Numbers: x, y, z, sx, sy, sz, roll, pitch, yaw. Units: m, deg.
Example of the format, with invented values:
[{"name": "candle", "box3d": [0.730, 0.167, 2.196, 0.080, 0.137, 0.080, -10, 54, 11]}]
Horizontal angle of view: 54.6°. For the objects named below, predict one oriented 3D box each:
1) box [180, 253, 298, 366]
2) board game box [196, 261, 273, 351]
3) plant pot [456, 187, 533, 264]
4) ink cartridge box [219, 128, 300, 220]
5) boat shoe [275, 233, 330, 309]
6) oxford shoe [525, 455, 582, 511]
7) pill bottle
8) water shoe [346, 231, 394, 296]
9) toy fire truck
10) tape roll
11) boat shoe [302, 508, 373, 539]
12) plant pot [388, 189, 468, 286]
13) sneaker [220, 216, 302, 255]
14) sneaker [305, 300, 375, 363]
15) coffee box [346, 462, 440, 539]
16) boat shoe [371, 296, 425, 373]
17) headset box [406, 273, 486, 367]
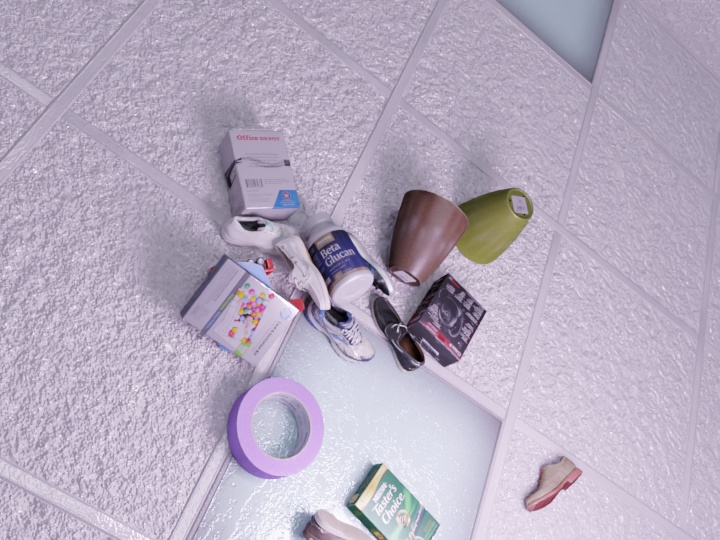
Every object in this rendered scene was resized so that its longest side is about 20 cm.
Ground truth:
[{"name": "box", "box3d": [-0.252, 0.086, 1.466, 0.199, 0.041, 0.157, 39, 90, -29]}, {"name": "board game box", "box3d": [-0.261, 0.072, 1.504, 0.156, 0.039, 0.202, -28, 116, -12]}, {"name": "plant pot", "box3d": [0.377, -0.141, 1.919, 0.184, 0.200, 0.190, 12, 64, -26]}, {"name": "ink cartridge box", "box3d": [-0.240, -0.225, 1.651, 0.143, 0.084, 0.203, -5, 73, -33]}, {"name": "boat shoe", "box3d": [-0.133, 0.013, 1.578, 0.068, 0.071, 0.201, -22, 63, -19]}, {"name": "oxford shoe", "box3d": [0.481, 0.547, 1.790, 0.198, 0.071, 0.075, -21, 55, -34]}, {"name": "pill bottle", "box3d": [-0.062, -0.034, 1.624, 0.110, 0.112, 0.202, -14, 60, -34]}, {"name": "water shoe", "box3d": [0.000, 0.000, 1.725, 0.079, 0.072, 0.200, -42, 89, -15]}, {"name": "toy fire truck", "box3d": [-0.234, 0.047, 1.563, 0.197, 0.049, 0.143, -9, 78, -31]}, {"name": "tape roll", "box3d": [-0.177, 0.331, 1.469, 0.197, 0.066, 0.204, 12, 65, -26]}, {"name": "boat shoe", "box3d": [-0.034, 0.570, 1.458, 0.199, 0.072, 0.060, 39, 95, -26]}, {"name": "plant pot", "box3d": [0.153, -0.068, 1.785, 0.185, 0.186, 0.202, 32, 72, -15]}, {"name": "sneaker", "box3d": [-0.215, -0.088, 1.607, 0.197, 0.088, 0.077, 5, 66, -30]}, {"name": "sneaker", "box3d": [-0.038, 0.140, 1.621, 0.199, 0.085, 0.078, 40, 55, -11]}, {"name": "coffee box", "box3d": [0.074, 0.542, 1.545, 0.200, 0.044, 0.123, 49, 54, -5]}, {"name": "boat shoe", "box3d": [0.095, 0.150, 1.710, 0.071, 0.068, 0.202, -23, 82, -34]}, {"name": "headset box", "box3d": [0.215, 0.133, 1.782, 0.149, 0.077, 0.201, 42, 56, -8]}]
